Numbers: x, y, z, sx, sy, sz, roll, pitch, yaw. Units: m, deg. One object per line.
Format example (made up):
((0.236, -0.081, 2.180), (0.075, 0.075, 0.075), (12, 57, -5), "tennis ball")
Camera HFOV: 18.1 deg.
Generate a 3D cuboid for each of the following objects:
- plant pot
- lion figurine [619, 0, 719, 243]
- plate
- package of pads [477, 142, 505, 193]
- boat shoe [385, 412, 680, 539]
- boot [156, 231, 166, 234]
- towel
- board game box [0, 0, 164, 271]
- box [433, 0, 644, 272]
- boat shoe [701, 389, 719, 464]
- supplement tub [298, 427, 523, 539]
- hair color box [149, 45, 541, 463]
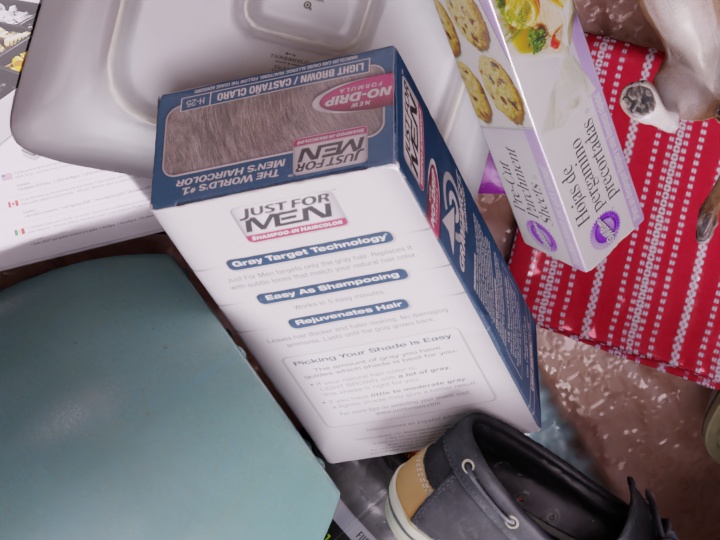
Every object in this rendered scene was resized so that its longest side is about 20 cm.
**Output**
((-0.106, 0.089, 0.935), (0.161, 0.201, 0.201), (-35, 112, -4), "plant pot")
((0.138, -0.122, 0.959), (0.072, 0.122, 0.200), (-4, 105, 15), "lion figurine")
((-0.021, -0.118, 0.902), (0.199, 0.032, 0.200), (12, 105, -17), "plate")
((0.031, -0.134, 0.968), (0.120, 0.076, 0.200), (2, 109, -4), "package of pads")
((0.107, 0.125, 0.947), (0.200, 0.075, 0.062), (31, 119, -5), "boat shoe")
((-0.139, -0.027, 0.982), (0.166, 0.072, 0.200), (12, 103, -9), "boot")
((0.168, -0.014, 1.015), (0.200, 0.022, 0.145), (19, 108, 16), "towel")
((-0.132, -0.069, 0.926), (0.200, 0.035, 0.126), (-14, 107, -11), "board game box")
((0.065, -0.084, 0.899), (0.039, 0.041, 0.200), (-42, 135, -19), "box")
((0.229, 0.009, 1.058), (0.075, 0.068, 0.200), (28, 114, -22), "boat shoe")
((-0.016, 0.148, 1.041), (0.123, 0.123, 0.200), (41, 100, -20), "supplement tub")
((0.000, 0.000, 0.914), (0.100, 0.061, 0.200), (-10, 144, 16), "hair color box")
